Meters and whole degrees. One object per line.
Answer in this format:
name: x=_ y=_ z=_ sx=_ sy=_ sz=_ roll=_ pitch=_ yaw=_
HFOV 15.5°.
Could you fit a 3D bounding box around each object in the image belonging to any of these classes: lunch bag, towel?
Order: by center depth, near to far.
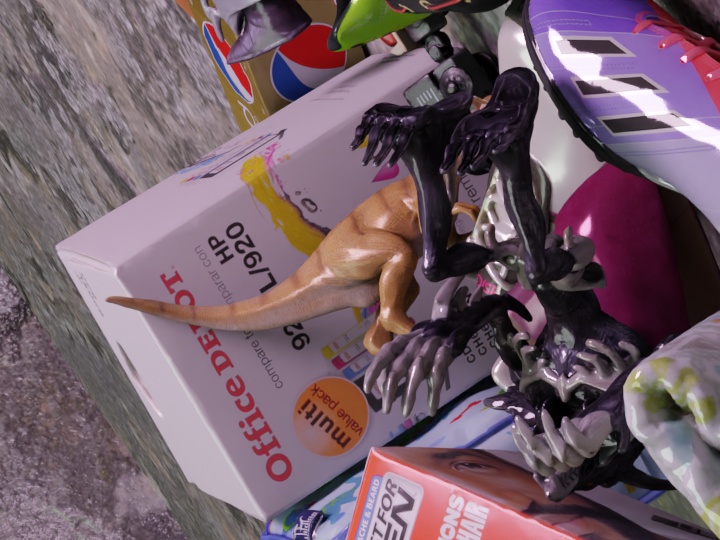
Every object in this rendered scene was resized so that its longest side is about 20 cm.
towel: x=0.182 y=0.095 z=0.922 sx=0.200 sy=0.048 sz=0.171 roll=49 pitch=-163 yaw=8
lunch bag: x=0.053 y=0.105 z=1.258 sx=0.083 sy=0.200 sz=0.161 roll=59 pitch=168 yaw=-4

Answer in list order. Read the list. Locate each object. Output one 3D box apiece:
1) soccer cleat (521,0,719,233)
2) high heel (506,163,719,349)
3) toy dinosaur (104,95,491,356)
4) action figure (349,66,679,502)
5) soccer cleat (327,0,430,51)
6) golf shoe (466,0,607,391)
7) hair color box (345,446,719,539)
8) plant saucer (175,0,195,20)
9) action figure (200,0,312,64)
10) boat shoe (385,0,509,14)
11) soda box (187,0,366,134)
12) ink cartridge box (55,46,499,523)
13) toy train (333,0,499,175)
soccer cleat: x=0.133 y=-0.050 z=0.933 sx=0.200 sy=0.068 sz=0.073 roll=52 pitch=148 yaw=26
high heel: x=0.157 y=0.040 z=1.057 sx=0.200 sy=0.096 sz=0.067 roll=35 pitch=-149 yaw=-6
toy dinosaur: x=0.000 y=0.000 z=1.186 sx=0.106 sy=0.200 sz=0.060 roll=56 pitch=-171 yaw=10
action figure: x=0.060 y=0.027 z=0.992 sx=0.119 sy=0.102 sz=0.200 roll=6 pitch=132 yaw=45
soccer cleat: x=-0.033 y=-0.190 z=1.152 sx=0.200 sy=0.081 sz=0.068 roll=57 pitch=167 yaw=1
golf shoe: x=0.083 y=-0.024 z=1.105 sx=0.077 sy=0.088 sz=0.200 roll=46 pitch=161 yaw=47
hair color box: x=0.102 y=0.128 z=1.016 sx=0.200 sy=0.064 sz=0.111 roll=19 pitch=-172 yaw=36
plant saucer: x=-0.105 y=-0.210 z=1.471 sx=0.200 sy=0.037 sz=0.200 roll=53 pitch=167 yaw=18
action figure: x=-0.082 y=-0.200 z=1.244 sx=0.200 sy=0.130 sz=0.069 roll=55 pitch=151 yaw=-16
boat shoe: x=0.046 y=-0.140 z=1.036 sx=0.063 sy=0.074 sz=0.201 roll=24 pitch=171 yaw=-27
soda box: x=-0.034 y=-0.100 z=1.405 sx=0.068 sy=0.064 sz=0.200 roll=43 pitch=161 yaw=48
ink cartridge box: x=-0.020 y=0.004 z=1.291 sx=0.148 sy=0.200 sz=0.145 roll=60 pitch=167 yaw=-11
toy train: x=0.010 y=-0.130 z=1.210 sx=0.046 sy=0.034 sz=0.200 roll=-34 pitch=88 yaw=40
